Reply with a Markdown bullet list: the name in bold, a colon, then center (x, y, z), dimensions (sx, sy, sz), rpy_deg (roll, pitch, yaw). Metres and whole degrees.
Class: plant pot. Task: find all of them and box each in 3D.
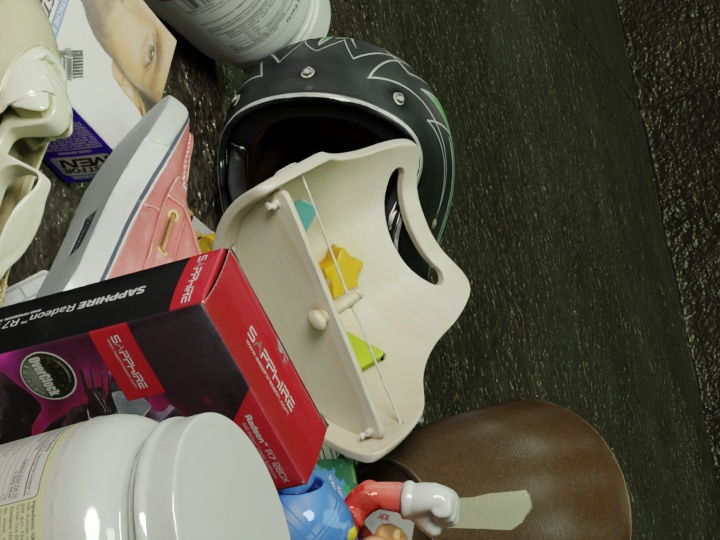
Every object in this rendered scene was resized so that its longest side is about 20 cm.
- **plant pot**: center (0.072, 0.187, 1.392), dimensions (0.199, 0.186, 0.188), rpy_deg (8, 67, -54)

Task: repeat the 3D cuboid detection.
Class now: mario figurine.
- **mario figurine**: center (-0.015, 0.164, 1.126), dimensions (0.200, 0.123, 0.106), rpy_deg (43, 31, -23)

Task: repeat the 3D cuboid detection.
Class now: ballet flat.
- **ballet flat**: center (-0.192, -0.065, 1.038), dimensions (0.069, 0.069, 0.201), rpy_deg (46, 53, -54)

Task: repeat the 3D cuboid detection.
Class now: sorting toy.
- **sorting toy**: center (0.000, 0.000, 1.301), dimensions (0.180, 0.106, 0.201), rpy_deg (-33, 109, -37)

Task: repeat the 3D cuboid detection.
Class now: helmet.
- **helmet**: center (-0.018, -0.079, 1.440), dimensions (0.200, 0.199, 0.192), rpy_deg (5, 85, -70)

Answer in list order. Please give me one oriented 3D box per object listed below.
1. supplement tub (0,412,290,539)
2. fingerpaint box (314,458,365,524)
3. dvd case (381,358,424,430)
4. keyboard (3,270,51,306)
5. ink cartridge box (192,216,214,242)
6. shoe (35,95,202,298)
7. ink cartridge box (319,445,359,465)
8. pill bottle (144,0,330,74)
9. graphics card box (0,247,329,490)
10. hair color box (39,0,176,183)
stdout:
- **supplement tub**: center (-0.144, 0.149, 0.883), dimensions (0.145, 0.199, 0.146), rpy_deg (-16, 90, -71)
- **fingerpaint box**: center (-0.058, 0.225, 1.200), dimensions (0.166, 0.073, 0.201), rpy_deg (6, 69, -53)
- **dvd case**: center (0.017, 0.064, 1.557), dimensions (0.149, 0.016, 0.201), rpy_deg (117, -27, -57)
- **keyboard**: center (-0.147, 0.093, 1.070), dimensions (0.056, 0.011, 0.201), rpy_deg (-30, 82, -29)
- **ink cartridge box**: center (-0.101, 0.055, 1.317), dimensions (0.200, 0.048, 0.146), rpy_deg (42, 36, -53)
- **shoe**: center (-0.122, -0.011, 1.115), dimensions (0.091, 0.071, 0.201), rpy_deg (38, 43, -19)
- **ink cartridge box**: center (-0.036, 0.194, 1.390), dimensions (0.094, 0.044, 0.201), rpy_deg (56, 27, -39)
- **pill bottle**: center (-0.105, -0.224, 1.424), dimensions (0.200, 0.113, 0.114), rpy_deg (36, 42, -62)
- **graphics card box**: center (-0.132, 0.070, 0.980), dimensions (0.051, 0.199, 0.126), rpy_deg (-72, 143, -50)
- **hair color box**: center (-0.196, -0.153, 1.159), dimensions (0.200, 0.064, 0.110), rpy_deg (51, 43, -51)
